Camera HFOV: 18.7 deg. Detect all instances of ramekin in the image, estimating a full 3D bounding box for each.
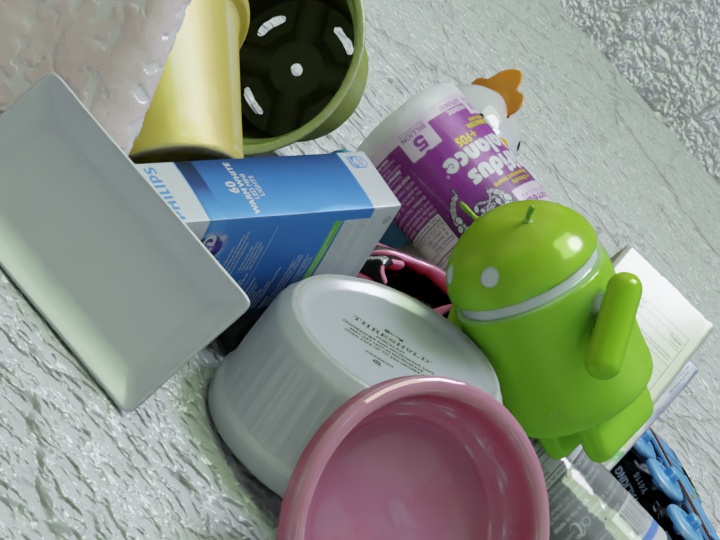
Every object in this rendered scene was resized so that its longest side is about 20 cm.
[{"bbox_3d":[0.005,0.086,1.479,0.202,0.094,0.202,23,25,-12],"label":"ramekin"}]

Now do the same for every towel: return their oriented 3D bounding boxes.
[{"bbox_3d":[-0.205,-0.192,1.429,0.191,0.200,0.032,21,-6,6],"label":"towel"}]

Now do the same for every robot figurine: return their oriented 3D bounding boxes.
[{"bbox_3d":[0.134,0.038,1.547,0.116,0.175,0.200,-39,114,-32],"label":"robot figurine"}]

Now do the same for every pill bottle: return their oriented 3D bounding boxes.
[{"bbox_3d":[0.094,-0.045,1.766,0.200,0.112,0.112,50,18,9],"label":"pill bottle"},{"bbox_3d":[0.124,0.166,1.638,0.200,0.114,0.114,47,17,1],"label":"pill bottle"}]

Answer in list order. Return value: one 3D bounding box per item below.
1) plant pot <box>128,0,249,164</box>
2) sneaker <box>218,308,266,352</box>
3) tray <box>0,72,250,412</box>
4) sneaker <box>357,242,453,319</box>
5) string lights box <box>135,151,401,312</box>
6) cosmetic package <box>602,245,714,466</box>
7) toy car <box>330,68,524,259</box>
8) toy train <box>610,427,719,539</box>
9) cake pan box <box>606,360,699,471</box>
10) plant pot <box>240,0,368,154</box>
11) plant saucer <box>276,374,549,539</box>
[{"bbox_3d":[-0.163,-0.132,1.519,0.201,0.201,0.189,22,44,-53],"label":"plant pot"},{"bbox_3d":[-0.040,0.034,1.615,0.200,0.072,0.083,27,25,-47],"label":"sneaker"},{"bbox_3d":[-0.169,-0.018,1.379,0.200,0.107,0.022,49,4,8],"label":"tray"},{"bbox_3d":[0.000,0.000,1.657,0.200,0.079,0.095,21,-17,7],"label":"sneaker"},{"bbox_3d":[-0.080,-0.022,1.484,0.200,0.103,0.059,-5,50,-41],"label":"string lights box"},{"bbox_3d":[0.186,0.087,1.767,0.105,0.071,0.200,45,61,-1],"label":"cosmetic package"},{"bbox_3d":[0.092,-0.091,1.925,0.184,0.200,0.177,30,1,-33],"label":"toy car"},{"bbox_3d":[0.257,0.214,1.895,0.114,0.087,0.200,39,18,-41],"label":"toy train"},{"bbox_3d":[0.158,0.085,1.826,0.184,0.052,0.200,47,61,2],"label":"cake pan box"},{"bbox_3d":[-0.075,-0.187,1.864,0.200,0.200,0.184,50,6,11],"label":"plant pot"},{"bbox_3d":[0.027,0.164,1.358,0.200,0.201,0.051,36,-18,-31],"label":"plant saucer"}]
